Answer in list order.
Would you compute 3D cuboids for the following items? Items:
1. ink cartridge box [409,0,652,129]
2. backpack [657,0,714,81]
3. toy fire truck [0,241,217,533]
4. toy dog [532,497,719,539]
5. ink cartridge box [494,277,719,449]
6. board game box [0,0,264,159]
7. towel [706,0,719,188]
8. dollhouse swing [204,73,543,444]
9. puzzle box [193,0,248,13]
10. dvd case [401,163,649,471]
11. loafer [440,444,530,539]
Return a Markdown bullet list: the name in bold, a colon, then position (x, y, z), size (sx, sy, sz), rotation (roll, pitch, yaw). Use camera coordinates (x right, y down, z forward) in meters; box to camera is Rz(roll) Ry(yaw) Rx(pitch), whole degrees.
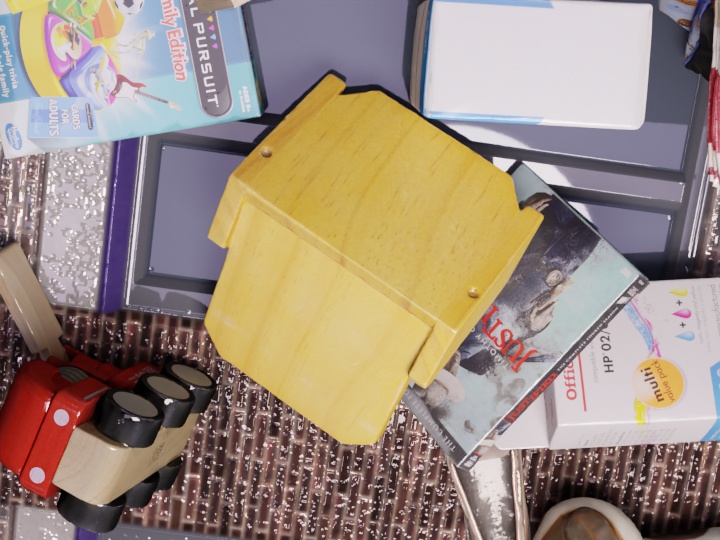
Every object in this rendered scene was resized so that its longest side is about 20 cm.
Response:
- **ink cartridge box**: position (0.112, -0.149, 0.936), size (0.144, 0.200, 0.085), rotation (3, 98, -1)
- **backpack**: position (0.310, -0.220, 0.938), size (0.154, 0.200, 0.191), rotation (44, 96, 5)
- **toy fire truck**: position (-0.227, 0.081, 1.006), size (0.200, 0.176, 0.129), rotation (27, 102, 9)
- **toy dog**: position (0.233, 0.252, 1.056), size (0.200, 0.140, 0.194), rotation (20, 88, -5)
- **ink cartridge box**: position (0.201, 0.073, 1.025), size (0.200, 0.068, 0.115), rotation (-4, 67, 0)
- **board game box**: position (-0.185, -0.177, 1.006), size (0.200, 0.047, 0.151), rotation (-10, 102, 2)
- **towel**: position (0.293, -0.147, 0.835), size (0.144, 0.023, 0.200), rotation (2, 89, -4)
- **dollhouse swing**: position (0.000, 0.000, 1.022), size (0.200, 0.176, 0.182), rotation (34, 59, 11)
- **puzzle box**: position (-0.021, -0.237, 0.924), size (0.200, 0.133, 0.025), rotation (-30, 106, -11)
- **dvd case**: position (0.105, 0.034, 1.018), size (0.200, 0.022, 0.146), rotation (-48, 54, 11)
- **loafer**: position (0.102, 0.158, 1.070), size (0.072, 0.063, 0.200), rotation (-14, 102, 2)
